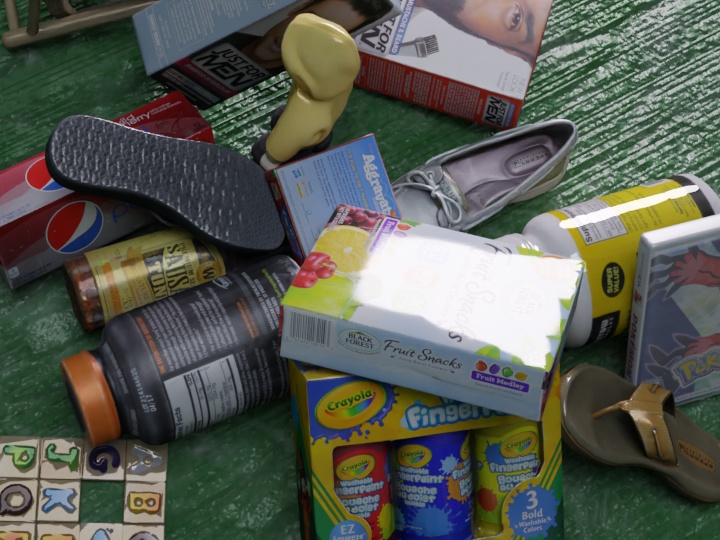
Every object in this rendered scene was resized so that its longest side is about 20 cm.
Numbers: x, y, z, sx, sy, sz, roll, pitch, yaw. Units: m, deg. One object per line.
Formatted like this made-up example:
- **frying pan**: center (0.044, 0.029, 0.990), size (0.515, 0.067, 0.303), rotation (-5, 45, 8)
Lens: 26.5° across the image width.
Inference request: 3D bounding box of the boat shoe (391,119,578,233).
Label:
- **boat shoe**: center (0.096, -0.076, 1.308), size (0.200, 0.065, 0.075), rotation (-22, 74, -17)

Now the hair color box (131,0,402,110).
- **hair color box**: center (-0.076, -0.211, 1.265), size (0.198, 0.099, 0.061), rotation (-24, 70, 17)

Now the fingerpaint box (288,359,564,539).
- **fingerpaint box**: center (0.052, 0.141, 1.170), size (0.197, 0.073, 0.169), rotation (-6, 103, -13)

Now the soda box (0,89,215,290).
- **soda box**: center (-0.213, -0.067, 1.241), size (0.199, 0.070, 0.063), rotation (-28, 48, -19)

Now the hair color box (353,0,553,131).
- **hair color box**: center (0.058, -0.208, 1.346), size (0.198, 0.064, 0.112), rotation (17, 66, 3)

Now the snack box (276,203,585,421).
- **snack box**: center (0.054, 0.027, 1.129), size (0.198, 0.053, 0.143), rotation (14, 38, 11)

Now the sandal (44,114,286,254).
- **sandal**: center (-0.150, -0.069, 1.201), size (0.198, 0.043, 0.077), rotation (22, 67, -16)

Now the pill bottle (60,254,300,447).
- **pill bottle**: center (-0.130, 0.068, 1.191), size (0.198, 0.106, 0.107), rotation (-20, 73, -17)

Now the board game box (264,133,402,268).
- **board game box**: center (0.000, 0.000, 1.238), size (0.102, 0.019, 0.202), rotation (-21, 94, -31)

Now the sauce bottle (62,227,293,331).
- **sauce bottle**: center (-0.139, -0.008, 1.241), size (0.198, 0.066, 0.067), rotation (-20, 73, -16)

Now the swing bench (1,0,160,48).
- **swing bench**: center (-0.222, -0.315, 1.318), size (0.198, 0.130, 0.201), rotation (-8, 70, -18)

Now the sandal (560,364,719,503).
- **sandal**: center (0.236, 0.126, 1.224), size (0.199, 0.054, 0.081), rotation (27, 53, -24)

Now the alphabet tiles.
- **alphabet tiles**: center (-0.232, 0.225, 1.166), size (0.165, 0.008, 0.202), rotation (2, 68, -9)

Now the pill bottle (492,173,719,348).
- **pill bottle**: center (0.201, -0.002, 1.272), size (0.198, 0.114, 0.115), rotation (-16, 72, -15)

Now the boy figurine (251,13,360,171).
- **boy figurine**: center (-0.045, -0.136, 1.236), size (0.064, 0.200, 0.125), rotation (30, 70, 3)

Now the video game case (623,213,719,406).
- **video game case**: center (0.312, 0.026, 1.253), size (0.198, 0.184, 0.023), rotation (-13, 39, -14)
